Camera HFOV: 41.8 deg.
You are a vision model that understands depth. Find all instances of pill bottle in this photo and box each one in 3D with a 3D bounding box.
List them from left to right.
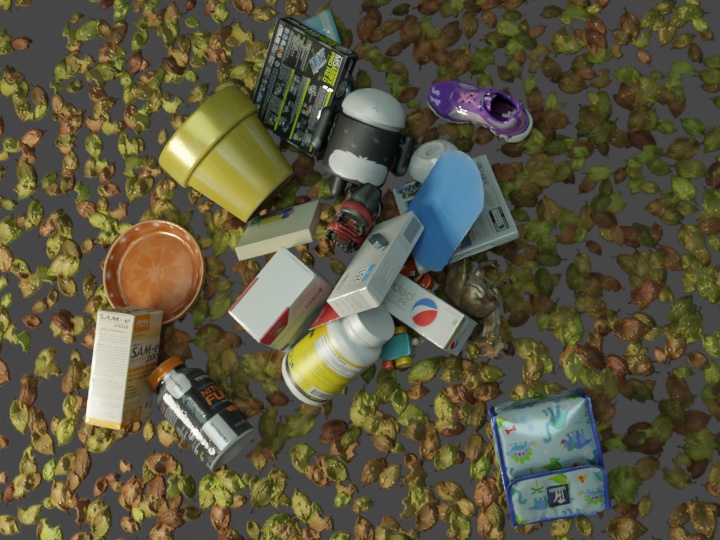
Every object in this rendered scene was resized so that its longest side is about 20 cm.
[{"bbox_3d":[-0.289,0.246,1.671,0.106,0.106,0.200,-45,76,0],"label":"pill bottle"},{"bbox_3d":[-0.036,0.134,1.601,0.200,0.112,0.113,-43,74,33],"label":"pill bottle"}]

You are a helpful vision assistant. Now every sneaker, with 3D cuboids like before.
[{"bbox_3d":[-0.088,-0.379,1.759,0.129,0.080,0.202,-17,68,5],"label":"sneaker"},{"bbox_3d":[-0.007,-0.095,1.643,0.071,0.200,0.098,33,71,-1],"label":"sneaker"},{"bbox_3d":[0.212,-0.298,1.685,0.199,0.088,0.081,21,86,14],"label":"sneaker"}]

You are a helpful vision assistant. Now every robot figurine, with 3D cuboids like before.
[{"bbox_3d":[0.004,-0.224,1.680,0.124,0.150,0.202,31,108,39],"label":"robot figurine"}]

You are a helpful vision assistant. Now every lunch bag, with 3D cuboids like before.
[{"bbox_3d":[0.310,0.311,1.551,0.168,0.127,0.202,-11,91,6],"label":"lunch bag"}]

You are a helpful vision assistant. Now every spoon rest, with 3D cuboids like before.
[{"bbox_3d":[0.154,-0.170,1.659,0.099,0.061,0.200,-32,40,-6],"label":"spoon rest"}]

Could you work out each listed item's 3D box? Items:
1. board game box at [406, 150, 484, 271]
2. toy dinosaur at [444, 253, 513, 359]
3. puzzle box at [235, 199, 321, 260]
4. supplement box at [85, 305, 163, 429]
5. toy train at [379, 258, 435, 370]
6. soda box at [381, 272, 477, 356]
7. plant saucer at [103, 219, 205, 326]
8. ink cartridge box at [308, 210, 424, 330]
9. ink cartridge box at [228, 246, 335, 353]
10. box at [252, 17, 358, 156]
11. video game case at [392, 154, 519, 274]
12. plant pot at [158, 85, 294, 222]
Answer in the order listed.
[{"bbox_3d":[0.150,-0.098,1.564,0.201,0.039,0.159,-58,39,29],"label":"board game box"},{"bbox_3d":[0.191,0.051,1.637,0.136,0.085,0.201,-52,57,30],"label":"toy dinosaur"},{"bbox_3d":[-0.139,-0.074,1.660,0.132,0.200,0.026,-15,107,8],"label":"puzzle box"},{"bbox_3d":[-0.419,0.169,1.680,0.073,0.126,0.202,8,94,12],"label":"supplement box"},{"bbox_3d":[0.083,0.081,1.664,0.150,0.056,0.201,41,96,33],"label":"toy train"},{"bbox_3d":[0.096,0.062,1.593,0.199,0.064,0.068,34,92,32],"label":"soda box"},{"bbox_3d":[-0.384,0.006,1.768,0.198,0.032,0.202,-2,79,9],"label":"plant saucer"},{"bbox_3d":[0.000,0.000,1.568,0.175,0.201,0.045,-21,117,42],"label":"ink cartridge box"},{"bbox_3d":[-0.123,0.057,1.627,0.083,0.200,0.146,39,89,17],"label":"ink cartridge box"},{"bbox_3d":[-0.107,-0.334,1.715,0.160,0.044,0.201,31,119,18],"label":"box"},{"bbox_3d":[0.163,-0.101,1.648,0.181,0.022,0.201,-20,49,6],"label":"video game case"},{"bbox_3d":[-0.229,-0.196,1.702,0.201,0.201,0.189,-44,92,0],"label":"plant pot"}]
